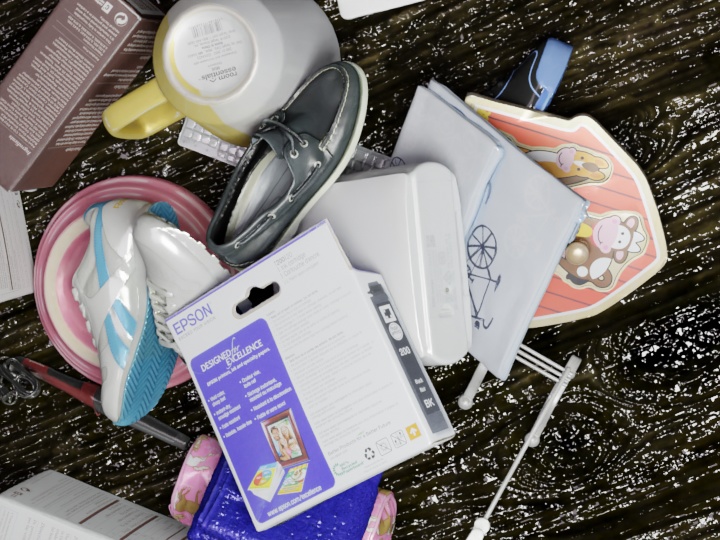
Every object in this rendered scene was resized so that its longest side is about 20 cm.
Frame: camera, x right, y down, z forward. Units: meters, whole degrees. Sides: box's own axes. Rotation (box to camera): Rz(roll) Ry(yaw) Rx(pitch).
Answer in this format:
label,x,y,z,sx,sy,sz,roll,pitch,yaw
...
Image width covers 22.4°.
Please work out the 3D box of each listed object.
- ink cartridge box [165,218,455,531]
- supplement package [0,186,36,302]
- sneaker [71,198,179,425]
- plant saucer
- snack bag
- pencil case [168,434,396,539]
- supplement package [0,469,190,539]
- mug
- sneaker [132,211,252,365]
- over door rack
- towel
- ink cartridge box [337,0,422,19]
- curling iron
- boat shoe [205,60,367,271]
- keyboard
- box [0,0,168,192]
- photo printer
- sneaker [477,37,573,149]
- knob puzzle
label,x,y,z,sx,sy,sz,roll,pitch,yaw
ink cartridge box,-0.045,0.086,1.488,0.198,0.043,0.200,-30,81,33
supplement package,-0.391,-0.017,1.622,0.121,0.200,0.120,-9,94,15
sneaker,-0.209,0.036,1.605,0.081,0.077,0.200,6,94,25
plant saucer,-0.209,0.015,1.660,0.200,0.051,0.201,2,98,13
snack bag,0.085,-0.029,1.510,0.200,0.021,0.189,42,123,33
pencil case,-0.070,0.213,1.635,0.200,0.083,0.087,17,61,11
supplement package,-0.235,0.279,1.662,0.200,0.117,0.117,20,100,11
mug,-0.115,-0.164,1.559,0.149,0.153,0.187,32,99,9
sneaker,-0.146,0.031,1.566,0.080,0.200,0.076,-43,42,-10
over door rack,0.080,0.127,1.569,0.148,0.067,0.200,29,69,9
towel,-0.052,0.167,1.585,0.148,0.050,0.200,15,61,12
ink cartridge box,0.006,-0.325,1.560,0.116,0.067,0.200,-13,93,14
curling iron,-0.251,0.127,1.692,0.200,0.026,0.050,20,64,7
boat shoe,-0.067,-0.091,1.508,0.075,0.066,0.199,43,102,35
keyboard,-0.065,-0.106,1.632,0.200,0.011,0.056,21,101,10
box,-0.262,-0.168,1.627,0.075,0.100,0.200,39,102,7
photo printer,0.000,0.000,1.536,0.200,0.069,0.167,-5,90,48
sneaker,0.103,-0.122,1.559,0.078,0.070,0.200,32,104,1
knob puzzle,0.161,-0.037,1.528,0.219,0.030,0.220,3,110,9
